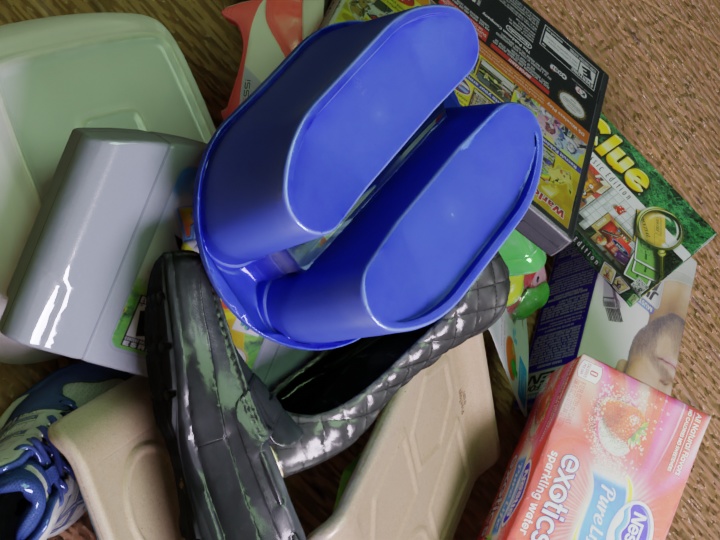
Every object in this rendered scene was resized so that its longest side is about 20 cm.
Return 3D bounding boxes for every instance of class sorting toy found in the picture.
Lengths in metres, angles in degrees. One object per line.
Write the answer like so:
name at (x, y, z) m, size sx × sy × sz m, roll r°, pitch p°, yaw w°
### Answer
sorting toy at (-0.093, 0.154, 0.728) m, size 0.200 × 0.036 × 0.185 m, roll 67°, pitch 20°, yaw -3°
sorting toy at (0.028, 0.140, 0.817) m, size 0.200 × 0.036 × 0.185 m, roll -57°, pitch 149°, yaw -35°

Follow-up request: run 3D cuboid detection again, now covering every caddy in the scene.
caddy at (0.002, -0.049, 0.682) m, size 0.200 × 0.105 × 0.141 m, roll -50°, pitch 115°, yaw -29°

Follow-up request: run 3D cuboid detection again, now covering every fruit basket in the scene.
fruit basket at (0.103, -0.025, 0.917) m, size 0.200 × 0.094 × 0.185 m, roll 56°, pitch 30°, yaw -44°

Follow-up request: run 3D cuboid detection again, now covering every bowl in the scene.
bowl at (-0.159, -0.061, 0.760) m, size 0.200 × 0.075 × 0.200 m, roll -21°, pitch 89°, yaw -42°

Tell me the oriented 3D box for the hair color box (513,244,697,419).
hair color box at (0.201, 0.049, 1.036) m, size 0.109 × 0.065 × 0.200 m, roll 37°, pitch 56°, yaw -26°

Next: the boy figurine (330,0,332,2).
boy figurine at (-0.008, -0.134, 0.887) m, size 0.124 × 0.064 × 0.200 m, roll -19°, pitch 76°, yaw -35°

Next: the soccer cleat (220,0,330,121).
soccer cleat at (-0.054, -0.073, 0.814) m, size 0.073 × 0.068 × 0.200 m, roll 2°, pitch 93°, yaw 4°

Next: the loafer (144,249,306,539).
loafer at (-0.066, 0.086, 0.672) m, size 0.070 × 0.068 × 0.201 m, roll -12°, pitch 88°, yaw -21°

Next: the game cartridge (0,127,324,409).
game cartridge at (-0.088, -0.001, 0.720) m, size 0.200 × 0.040 × 0.133 m, roll 19°, pitch 92°, yaw -40°

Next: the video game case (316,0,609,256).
video game case at (0.070, -0.130, 0.826) m, size 0.200 × 0.025 × 0.181 m, roll 37°, pitch 44°, yaw -16°

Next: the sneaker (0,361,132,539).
sneaker at (-0.174, 0.116, 0.678) m, size 0.075 × 0.088 × 0.200 m, roll 52°, pitch 48°, yaw -12°

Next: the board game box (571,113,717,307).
board game box at (0.182, -0.073, 1.026) m, size 0.105 × 0.023 × 0.200 m, roll -34°, pitch 76°, yaw -32°

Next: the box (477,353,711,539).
box at (0.146, 0.172, 0.871) m, size 0.103 × 0.095 × 0.200 m, roll 26°, pitch 74°, yaw -1°

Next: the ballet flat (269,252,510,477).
ballet flat at (0.000, 0.048, 0.733) m, size 0.200 × 0.066 × 0.057 m, roll -38°, pitch 130°, yaw -12°
